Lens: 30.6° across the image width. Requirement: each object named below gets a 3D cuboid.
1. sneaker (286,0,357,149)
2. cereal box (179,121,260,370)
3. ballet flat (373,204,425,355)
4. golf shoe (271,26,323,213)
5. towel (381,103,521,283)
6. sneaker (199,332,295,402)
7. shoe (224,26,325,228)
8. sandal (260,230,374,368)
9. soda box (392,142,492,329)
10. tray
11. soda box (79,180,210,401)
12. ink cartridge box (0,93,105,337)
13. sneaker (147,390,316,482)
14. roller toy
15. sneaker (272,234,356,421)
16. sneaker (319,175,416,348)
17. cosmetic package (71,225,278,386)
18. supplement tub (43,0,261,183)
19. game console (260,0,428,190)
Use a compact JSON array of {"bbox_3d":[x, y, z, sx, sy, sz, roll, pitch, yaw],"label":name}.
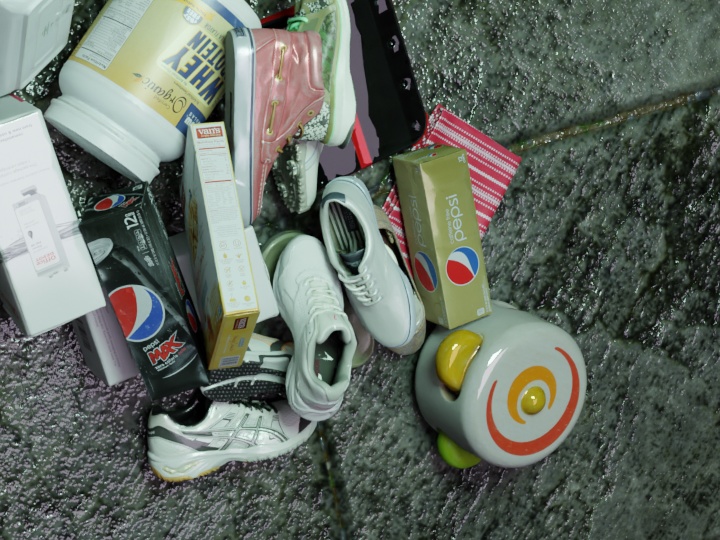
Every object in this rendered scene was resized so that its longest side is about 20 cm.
[{"bbox_3d":[-0.059,-0.219,1.323,0.088,0.077,0.201,-8,92,-24],"label":"sneaker"},{"bbox_3d":[-0.139,-0.022,1.270,0.039,0.144,0.201,-7,67,-15],"label":"cereal box"},{"bbox_3d":[0.033,0.022,1.495,0.068,0.067,0.201,-27,116,-8],"label":"ballet flat"},{"bbox_3d":[-0.048,-0.161,1.409,0.097,0.078,0.201,-9,108,-27],"label":"golf shoe"},{"bbox_3d":[0.099,-0.077,1.559,0.144,0.022,0.201,29,86,-31],"label":"towel"},{"bbox_3d":[-0.101,0.097,1.456,0.199,0.080,0.074,8,118,-40],"label":"sneaker"},{"bbox_3d":[-0.084,-0.136,1.275,0.091,0.072,0.201,-4,115,-16],"label":"shoe"},{"bbox_3d":[-0.039,0.032,1.486,0.080,0.057,0.201,-46,118,-12],"label":"sandal"},{"bbox_3d":[0.095,-0.040,1.512,0.064,0.068,0.201,-20,110,-24],"label":"soda box"},{"bbox_3d":[-0.293,-0.227,1.207,0.022,0.200,0.108,39,66,-3],"label":"tray"},{"bbox_3d":[-0.205,0.021,1.277,0.063,0.071,0.201,-16,114,4],"label":"soda box"},{"bbox_3d":[-0.326,-0.056,1.258,0.083,0.146,0.201,-22,112,-19],"label":"ink cartridge box"},{"bbox_3d":[-0.139,0.165,1.451,0.199,0.076,0.088,-15,108,-26],"label":"sneaker"},{"bbox_3d":[0.170,0.134,1.570,0.182,0.140,0.201,-26,116,-23],"label":"roller toy"},{"bbox_3d":[-0.038,0.052,1.388,0.078,0.099,0.201,-3,74,-23],"label":"sneaker"},{"bbox_3d":[0.000,0.000,1.417,0.201,0.073,0.071,66,25,-13],"label":"sneaker"},{"bbox_3d":[-0.199,0.029,1.383,0.199,0.085,0.108,-22,111,-23],"label":"cosmetic package"},{"bbox_3d":[-0.205,-0.198,1.295,0.144,0.144,0.200,36,83,-30],"label":"supplement tub"},{"bbox_3d":[-0.022,-0.206,1.465,0.176,0.031,0.201,-25,111,-16],"label":"game console"}]
